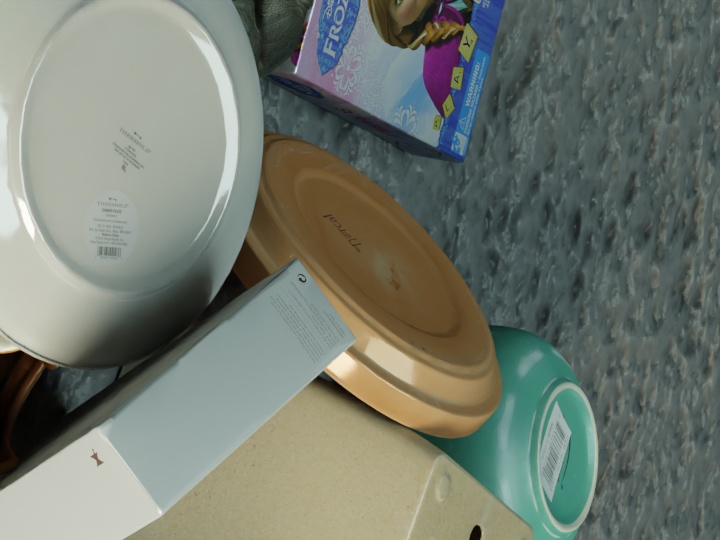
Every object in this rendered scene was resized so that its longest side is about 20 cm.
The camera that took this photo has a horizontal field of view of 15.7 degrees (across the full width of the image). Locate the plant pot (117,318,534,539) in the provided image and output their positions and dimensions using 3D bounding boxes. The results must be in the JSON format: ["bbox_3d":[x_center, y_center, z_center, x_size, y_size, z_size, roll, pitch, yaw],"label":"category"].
[{"bbox_3d":[-0.027,0.159,1.346,0.200,0.176,0.201,44,63,-56],"label":"plant pot"}]

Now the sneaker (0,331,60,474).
[{"bbox_3d":[-0.158,-0.003,1.169,0.073,0.084,0.201,14,87,-57],"label":"sneaker"}]

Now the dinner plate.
[{"bbox_3d":[-0.106,-0.056,1.139,0.199,0.024,0.202,-8,101,-46],"label":"dinner plate"}]

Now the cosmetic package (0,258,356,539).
[{"bbox_3d":[-0.112,0.085,1.173,0.052,0.200,0.151,54,45,-2],"label":"cosmetic package"}]

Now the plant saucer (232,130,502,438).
[{"bbox_3d":[0.000,0.000,1.338,0.032,0.201,0.200,-45,155,19],"label":"plant saucer"}]

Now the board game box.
[{"bbox_3d":[0.022,-0.180,1.443,0.199,0.041,0.201,21,82,-59],"label":"board game box"}]

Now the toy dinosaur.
[{"bbox_3d":[-0.067,-0.124,1.302,0.200,0.077,0.103,-50,150,-41],"label":"toy dinosaur"}]

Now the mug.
[{"bbox_3d":[0.072,0.124,1.524,0.152,0.114,0.186,-16,102,-61],"label":"mug"}]
